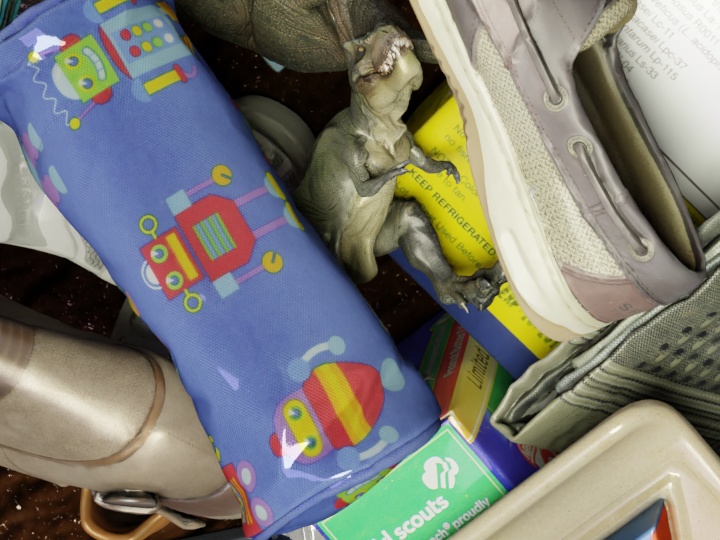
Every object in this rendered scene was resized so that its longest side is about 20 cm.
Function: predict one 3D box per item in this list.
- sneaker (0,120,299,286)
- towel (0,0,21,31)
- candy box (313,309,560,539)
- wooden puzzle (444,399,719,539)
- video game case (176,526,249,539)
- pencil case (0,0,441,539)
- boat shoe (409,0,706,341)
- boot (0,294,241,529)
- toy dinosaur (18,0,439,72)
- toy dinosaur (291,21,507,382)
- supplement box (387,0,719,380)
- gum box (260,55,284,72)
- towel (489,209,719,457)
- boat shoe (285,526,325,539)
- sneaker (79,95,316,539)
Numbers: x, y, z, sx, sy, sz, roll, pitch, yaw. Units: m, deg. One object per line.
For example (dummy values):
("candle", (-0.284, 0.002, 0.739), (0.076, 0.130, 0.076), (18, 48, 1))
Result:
("sneaker", (-0.118, -0.044, 0.832), (0.199, 0.082, 0.075), (9, 109, -24))
("towel", (-0.188, -0.147, 0.819), (0.199, 0.022, 0.147), (6, 71, 31))
("candy box", (0.081, 0.116, 0.853), (0.077, 0.169, 0.200), (-40, 98, 19))
("wooden puzzle", (0.091, 0.170, 0.754), (0.185, 0.046, 0.200), (-39, 98, 21))
("video game case", (-0.046, 0.212, 1.004), (0.142, 0.019, 0.201), (-13, 106, 18))
("pencil case", (-0.051, -0.004, 0.739), (0.078, 0.087, 0.200), (-32, 84, -4))
("boat shoe", (0.060, -0.078, 0.709), (0.065, 0.072, 0.201), (-15, 96, 26))
("boot", (-0.122, 0.052, 0.832), (0.146, 0.200, 0.071), (29, 80, -29))
("toy dinosaur", (-0.037, -0.110, 0.796), (0.199, 0.077, 0.102), (10, 154, 8))
("toy dinosaur", (0.000, 0.000, 0.778), (0.088, 0.047, 0.200), (41, 129, 14))
("supplement box", (0.107, -0.066, 0.809), (0.109, 0.110, 0.200), (44, 115, -6))
("gum box", (-0.020, -0.204, 0.820), (0.170, 0.045, 0.200), (45, 115, -6))
("towel", (0.165, 0.010, 0.799), (0.192, 0.200, 0.035), (-40, 58, 25))
("boat shoe", (0.010, 0.148, 0.925), (0.072, 0.069, 0.201), (-12, 106, -7))
("sneaker", (-0.066, 0.029, 0.902), (0.072, 0.085, 0.201), (21, 113, 7))
